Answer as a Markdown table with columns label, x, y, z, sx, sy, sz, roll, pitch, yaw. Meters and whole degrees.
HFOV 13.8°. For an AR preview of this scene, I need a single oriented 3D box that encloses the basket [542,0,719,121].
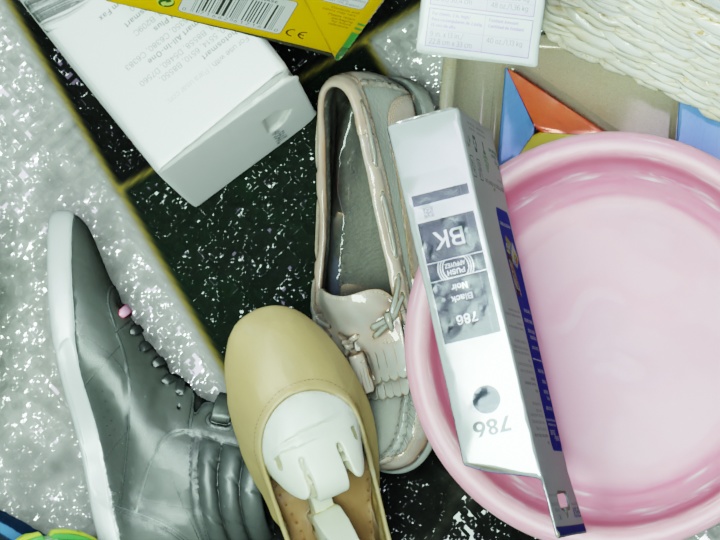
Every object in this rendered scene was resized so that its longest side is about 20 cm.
| label | x | y | z | sx | sy | sz | roll | pitch | yaw |
| --- | --- | --- | --- | --- | --- | --- | --- | --- | --- |
| basket | 0.211 | -0.173 | 1.411 | 0.198 | 0.161 | 0.200 | 26 | 70 | 7 |

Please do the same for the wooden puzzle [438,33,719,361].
| label | x | y | z | sx | sy | sz | roll | pitch | yaw |
| --- | --- | --- | --- | --- | --- | --- | --- | --- | --- |
| wooden puzzle | 0.134 | -0.025 | 1.487 | 0.199 | 0.046 | 0.186 | 5 | 86 | 6 |

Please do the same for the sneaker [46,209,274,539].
| label | x | y | z | sx | sy | sz | roll | pitch | yaw |
| --- | --- | --- | --- | --- | --- | --- | --- | --- | --- |
| sneaker | -0.096 | 0.060 | 1.493 | 0.099 | 0.071 | 0.201 | -14 | 90 | 2 |

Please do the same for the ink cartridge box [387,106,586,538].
| label | x | y | z | sx | sy | sz | roll | pitch | yaw |
| --- | --- | --- | --- | --- | --- | --- | --- | --- | --- |
| ink cartridge box | 0.059 | 0.029 | 1.375 | 0.039 | 0.099 | 0.201 | -15 | 82 | 10 |

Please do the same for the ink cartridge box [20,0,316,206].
| label | x | y | z | sx | sy | sz | roll | pitch | yaw |
| --- | --- | --- | --- | --- | --- | --- | --- | --- | --- |
| ink cartridge box | -0.118 | -0.139 | 1.470 | 0.084 | 0.146 | 0.200 | -38 | 83 | 0 |

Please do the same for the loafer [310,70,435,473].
| label | x | y | z | sx | sy | sz | roll | pitch | yaw |
| --- | --- | --- | --- | --- | --- | --- | --- | --- | --- |
| loafer | 0.000 | 0.000 | 1.480 | 0.072 | 0.063 | 0.201 | -5 | 82 | 36 |

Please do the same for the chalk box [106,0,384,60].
| label | x | y | z | sx | sy | sz | roll | pitch | yaw |
| --- | --- | --- | --- | --- | --- | --- | --- | --- | --- |
| chalk box | -0.035 | -0.222 | 1.372 | 0.124 | 0.124 | 0.201 | 13 | 64 | -15 |

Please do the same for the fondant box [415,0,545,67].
| label | x | y | z | sx | sy | sz | roll | pitch | yaw |
| --- | --- | --- | --- | --- | --- | --- | --- | --- | --- |
| fondant box | 0.065 | -0.202 | 1.344 | 0.058 | 0.144 | 0.201 | 6 | 103 | 1 |

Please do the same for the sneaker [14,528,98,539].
| label | x | y | z | sx | sy | sz | roll | pitch | yaw |
| --- | --- | --- | --- | --- | --- | --- | --- | --- | --- |
| sneaker | -0.128 | 0.218 | 1.447 | 0.074 | 0.084 | 0.201 | -14 | 108 | -13 |

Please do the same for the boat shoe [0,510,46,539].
| label | x | y | z | sx | sy | sz | roll | pitch | yaw |
| --- | --- | --- | --- | --- | --- | --- | --- | --- | --- |
| boat shoe | -0.215 | 0.137 | 1.459 | 0.200 | 0.084 | 0.069 | 33 | 89 | -17 |

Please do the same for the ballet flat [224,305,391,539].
| label | x | y | z | sx | sy | sz | roll | pitch | yaw |
| --- | --- | --- | --- | --- | --- | --- | --- | --- | --- |
| ballet flat | -0.012 | 0.112 | 1.442 | 0.068 | 0.063 | 0.201 | -23 | 113 | -10 |

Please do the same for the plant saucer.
| label | x | y | z | sx | sy | sz | roll | pitch | yaw |
| --- | --- | --- | --- | --- | --- | --- | --- | --- | --- |
| plant saucer | 0.123 | 0.035 | 1.439 | 0.200 | 0.051 | 0.201 | -1 | 86 | 11 |
